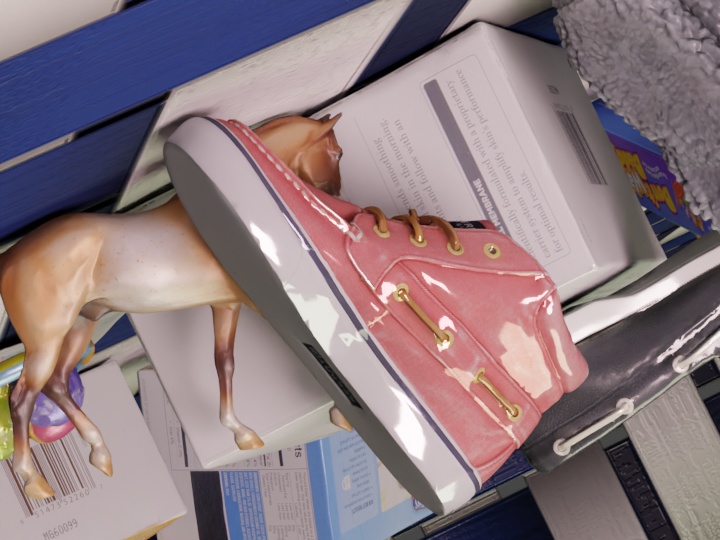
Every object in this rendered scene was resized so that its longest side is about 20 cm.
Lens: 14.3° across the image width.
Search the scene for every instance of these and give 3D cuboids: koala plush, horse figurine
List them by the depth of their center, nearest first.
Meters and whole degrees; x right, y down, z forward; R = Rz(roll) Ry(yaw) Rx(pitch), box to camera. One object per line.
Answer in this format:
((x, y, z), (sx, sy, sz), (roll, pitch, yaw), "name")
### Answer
((-0.090, 0.016, 1.181), (0.200, 0.133, 0.050), (-12, -177, -7), "horse figurine")
((0.219, -0.108, 1.185), (0.177, 0.184, 0.200), (-31, -176, 46), "koala plush")

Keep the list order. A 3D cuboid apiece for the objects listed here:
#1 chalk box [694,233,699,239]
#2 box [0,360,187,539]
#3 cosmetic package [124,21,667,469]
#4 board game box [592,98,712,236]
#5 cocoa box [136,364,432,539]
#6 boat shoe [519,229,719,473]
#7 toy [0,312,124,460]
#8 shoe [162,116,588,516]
((0.305, -0.079, 1.985), (0.124, 0.124, 0.200), (-24, 173, -15), "chalk box")
((-0.222, 0.152, 1.791), (0.152, 0.106, 0.200), (-24, 173, -26), "box")
((0.015, -0.009, 1.312), (0.200, 0.123, 0.199), (-26, 174, 14), "cosmetic package")
((0.211, -0.079, 1.572), (0.134, 0.045, 0.200), (-25, -163, -9), "board game box")
((-0.031, 0.104, 1.843), (0.131, 0.134, 0.200), (-3, -171, 29), "cocoa box")
((0.149, 0.019, 1.250), (0.200, 0.060, 0.076), (-28, -179, 3), "boat shoe")
((-0.187, 0.077, 1.555), (0.115, 0.047, 0.200), (-24, 175, -34), "toy")
((0.009, -0.002, 1.144), (0.091, 0.200, 0.071), (-42, -157, -13), "shoe")
